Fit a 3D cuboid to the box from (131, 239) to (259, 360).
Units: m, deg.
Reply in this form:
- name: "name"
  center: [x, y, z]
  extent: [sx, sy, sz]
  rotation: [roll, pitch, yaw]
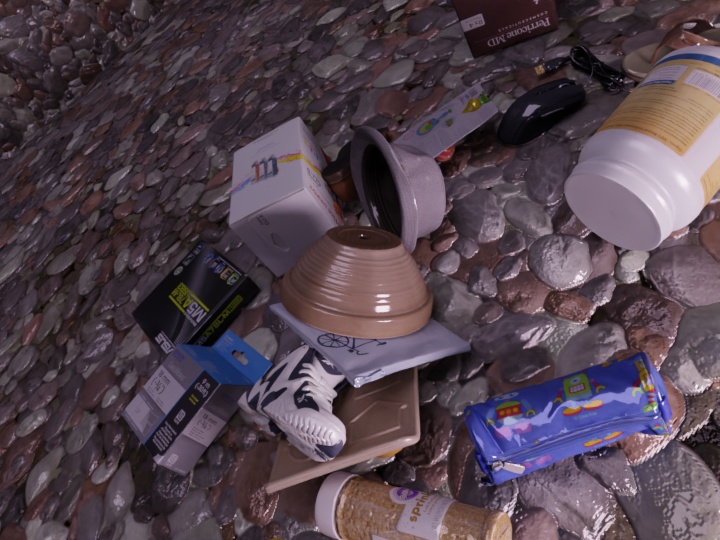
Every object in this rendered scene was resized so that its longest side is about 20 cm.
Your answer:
- name: "box"
  center: [-0.299, 0.055, 0.985]
  extent: [0.193, 0.048, 0.199]
  rotation: [-47, 43, -11]

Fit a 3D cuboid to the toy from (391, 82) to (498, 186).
- name: "toy"
  center: [0.132, -0.214, 0.908]
  extent: [0.199, 0.047, 0.116]
  rotation: [-36, 36, 20]

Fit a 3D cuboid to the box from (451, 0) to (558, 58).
- name: "box"
  center: [0.249, -0.535, 0.988]
  extent: [0.164, 0.200, 0.166]
  rotation: [-11, 49, 27]

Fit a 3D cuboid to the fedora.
- name: "fedora"
  center: [0.063, -0.124, 0.820]
  extent: [0.089, 0.178, 0.201]
  rotation: [-16, 58, -16]

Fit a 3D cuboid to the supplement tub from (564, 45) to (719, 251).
- name: "supplement tub"
  center: [0.345, -0.136, 0.631]
  extent: [0.200, 0.145, 0.144]
  rotation: [-46, 43, -8]

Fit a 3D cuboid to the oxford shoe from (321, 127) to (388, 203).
- name: "oxford shoe"
  center: [0.001, -0.189, 0.976]
  extent: [0.071, 0.072, 0.201]
  rotation: [-5, 37, 38]

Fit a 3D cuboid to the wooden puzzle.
- name: "wooden puzzle"
  center: [-0.010, 0.175, 0.660]
  extent: [0.184, 0.047, 0.200]
  rotation: [-24, 19, 16]

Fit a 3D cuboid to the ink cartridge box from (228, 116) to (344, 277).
- name: "ink cartridge box"
  center: [-0.122, -0.124, 0.941]
  extent: [0.143, 0.146, 0.201]
  rotation: [-23, 46, 16]

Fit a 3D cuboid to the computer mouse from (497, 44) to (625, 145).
- name: "computer mouse"
  center: [0.290, -0.287, 0.866]
  extent: [0.199, 0.046, 0.141]
  rotation: [-29, 45, 12]

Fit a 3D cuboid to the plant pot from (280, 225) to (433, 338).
- name: "plant pot"
  center: [0.000, 0.000, 0.713]
  extent: [0.198, 0.094, 0.201]
  rotation: [7, 20, -3]

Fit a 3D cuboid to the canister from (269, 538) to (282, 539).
- name: "canister"
  center: [-0.042, 0.367, 0.523]
  extent: [0.199, 0.087, 0.149]
  rotation: [8, 60, 40]

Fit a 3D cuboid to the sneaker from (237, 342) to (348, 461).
- name: "sneaker"
  center: [-0.051, 0.132, 0.630]
  extent: [0.130, 0.080, 0.199]
  rotation: [-48, 15, -25]

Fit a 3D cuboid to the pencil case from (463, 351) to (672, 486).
- name: "pencil case"
  center: [0.198, 0.148, 0.542]
  extent: [0.198, 0.079, 0.087]
  rotation: [-23, 16, 17]

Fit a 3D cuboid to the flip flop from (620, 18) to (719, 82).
- name: "flip flop"
  center: [0.467, -0.320, 0.764]
  extent: [0.198, 0.058, 0.082]
  rotation: [-10, 50, 27]

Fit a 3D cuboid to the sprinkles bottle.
- name: "sprinkles bottle"
  center: [0.049, 0.258, 0.562]
  extent: [0.198, 0.068, 0.069]
  rotation: [0, 55, 34]

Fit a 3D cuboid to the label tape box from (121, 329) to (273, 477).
- name: "label tape box"
  center: [-0.249, 0.179, 0.835]
  extent: [0.144, 0.063, 0.201]
  rotation: [24, 71, 43]

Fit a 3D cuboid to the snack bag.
- name: "snack bag"
  center: [0.013, 0.073, 0.686]
  extent: [0.187, 0.022, 0.199]
  rotation: [-8, 26, -36]
